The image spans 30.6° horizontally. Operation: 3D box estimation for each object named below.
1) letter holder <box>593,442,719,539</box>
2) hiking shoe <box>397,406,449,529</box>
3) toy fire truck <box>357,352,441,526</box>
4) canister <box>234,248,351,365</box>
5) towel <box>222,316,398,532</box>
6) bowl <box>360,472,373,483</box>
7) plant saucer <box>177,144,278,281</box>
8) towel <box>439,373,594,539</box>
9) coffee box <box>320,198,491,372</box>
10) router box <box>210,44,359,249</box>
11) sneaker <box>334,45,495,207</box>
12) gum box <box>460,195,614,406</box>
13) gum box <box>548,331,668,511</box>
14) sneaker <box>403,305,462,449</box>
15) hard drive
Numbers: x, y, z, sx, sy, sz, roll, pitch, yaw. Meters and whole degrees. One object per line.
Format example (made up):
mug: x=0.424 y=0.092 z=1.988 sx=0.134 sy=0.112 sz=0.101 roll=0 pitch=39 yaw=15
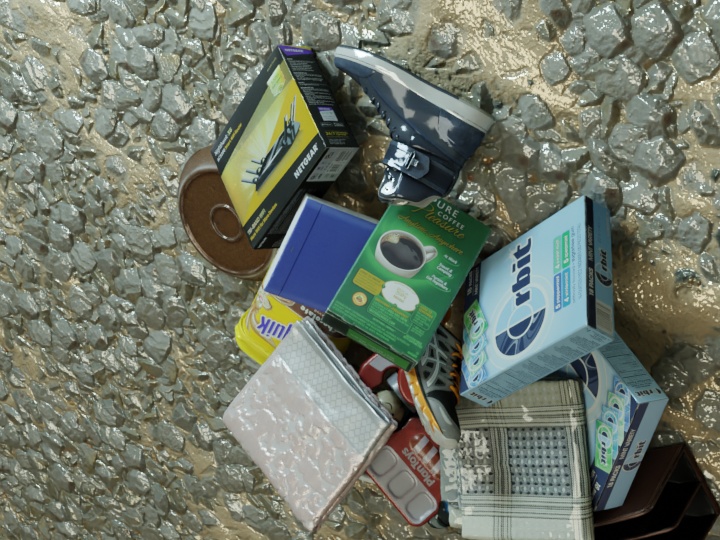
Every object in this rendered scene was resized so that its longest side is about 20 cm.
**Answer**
letter holder: x=0.300 y=0.301 z=1.569 sx=0.199 sy=0.142 sz=0.101 roll=-20 pitch=104 yaw=41
hiking shoe: x=0.105 y=0.252 z=1.735 sx=0.086 sy=0.075 sz=0.201 roll=-11 pitch=120 yaw=31
toy fire truck: x=0.064 y=0.196 z=1.638 sx=0.168 sy=0.112 sz=0.200 roll=-41 pitch=91 yaw=-1
canister: x=-0.066 y=0.046 z=1.711 sx=0.148 sy=0.087 sz=0.200 roll=35 pitch=130 yaw=9
towel: x=-0.067 y=0.190 z=1.641 sx=0.200 sy=0.032 sz=0.191 roll=48 pitch=113 yaw=28
bowl: x=-0.030 y=0.223 z=1.762 sx=0.200 sy=0.201 sz=0.091 roll=10 pitch=78 yaw=30
plant saucer: x=-0.170 y=-0.069 z=1.751 sx=0.199 sy=0.034 sz=0.201 roll=18 pitch=127 yaw=26
towel: x=0.171 y=0.216 z=1.513 sx=0.199 sy=0.034 sz=0.194 roll=-3 pitch=93 yaw=39
coffee box: x=0.055 y=0.004 z=1.513 sx=0.123 sy=0.201 sz=0.044 roll=30 pitch=155 yaw=0
router box: x=-0.096 y=-0.146 z=1.589 sx=0.200 sy=0.052 sz=0.158 roll=-51 pitch=55 yaw=41
sneaker: x=0.031 y=-0.157 z=1.487 sx=0.202 sy=0.077 sz=0.147 roll=31 pitch=99 yaw=16
gum box: x=0.194 y=0.037 z=1.461 sx=0.044 sy=0.171 sz=0.200 roll=27 pitch=139 yaw=-28
gum box: x=0.255 y=0.141 z=1.498 sx=0.200 sy=0.044 sz=0.171 roll=-121 pitch=34 yaw=-44
sneaker: x=0.088 y=0.113 z=1.528 sx=0.077 sy=0.201 sz=0.078 roll=-15 pitch=146 yaw=0
hard drive: x=0.000 y=0.000 z=1.586 sx=0.199 sy=0.025 sz=0.132 roll=20 pitch=115 yaw=-16
